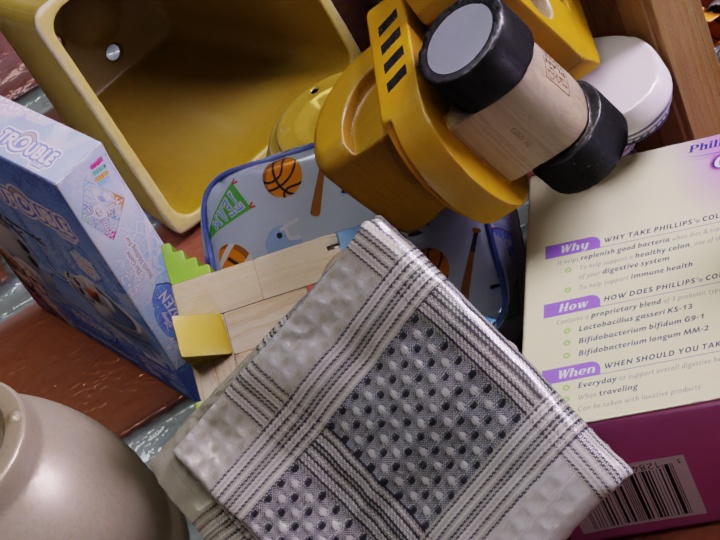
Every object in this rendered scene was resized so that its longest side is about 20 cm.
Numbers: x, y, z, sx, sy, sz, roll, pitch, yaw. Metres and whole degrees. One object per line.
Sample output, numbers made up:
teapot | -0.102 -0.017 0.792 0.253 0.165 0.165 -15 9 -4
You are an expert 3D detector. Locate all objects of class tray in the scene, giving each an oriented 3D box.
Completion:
tray | 0.168 -0.139 1.143 0.037 0.201 0.099 -37 40 -14

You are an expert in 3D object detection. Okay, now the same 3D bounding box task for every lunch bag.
lunch bag | 0.000 0.000 1.155 0.199 0.076 0.161 -15 78 18

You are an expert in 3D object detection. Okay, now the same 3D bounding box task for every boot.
boot | 0.146 -0.087 1.147 0.073 0.090 0.200 -41 22 -6

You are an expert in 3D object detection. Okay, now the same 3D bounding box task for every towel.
towel | 0.006 0.104 0.973 0.193 0.035 0.200 46 107 14

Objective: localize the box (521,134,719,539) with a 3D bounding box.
box | 0.185 0.030 1.033 0.175 0.097 0.201 -13 42 18

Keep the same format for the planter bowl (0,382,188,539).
planter bowl | -0.216 0.148 1.107 0.199 0.135 0.201 -16 40 14

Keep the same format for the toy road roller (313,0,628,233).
toy road roller | 0.047 -0.114 1.063 0.146 0.123 0.201 -32 43 26

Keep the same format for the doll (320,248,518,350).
doll | 0.027 0.081 1.013 0.136 0.048 0.201 -24 80 7

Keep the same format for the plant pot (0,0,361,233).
plant pot | -0.158 -0.175 1.393 0.195 0.195 0.200 -44 32 -19

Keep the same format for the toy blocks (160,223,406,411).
toy blocks | -0.020 0.064 1.078 0.136 0.100 0.201 -17 74 4

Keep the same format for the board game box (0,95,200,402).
board game box | -0.189 -0.024 1.227 0.043 0.200 0.200 -44 41 -20

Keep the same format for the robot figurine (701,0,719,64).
robot figurine | 0.211 -0.169 1.265 0.199 0.058 0.145 12 54 39

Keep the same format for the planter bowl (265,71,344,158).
planter bowl | 0.000 -0.074 1.264 0.199 0.084 0.201 -17 40 15

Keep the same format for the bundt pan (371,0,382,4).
bundt pan | -0.003 -0.270 1.415 0.076 0.201 0.202 -52 28 30
